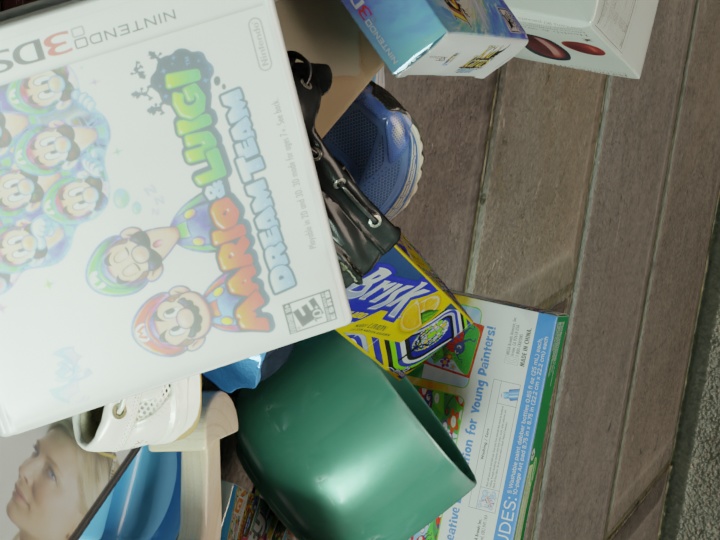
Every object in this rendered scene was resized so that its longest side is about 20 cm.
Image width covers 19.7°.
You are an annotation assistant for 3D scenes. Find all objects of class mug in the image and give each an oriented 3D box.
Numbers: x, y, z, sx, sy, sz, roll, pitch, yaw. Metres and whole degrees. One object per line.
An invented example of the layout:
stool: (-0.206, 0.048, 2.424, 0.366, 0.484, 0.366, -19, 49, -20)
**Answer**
mug: (-0.016, 0.110, 1.386, 0.152, 0.114, 0.185, 51, 3, -24)

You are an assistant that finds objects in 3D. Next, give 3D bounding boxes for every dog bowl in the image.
dog bowl: (-0.153, 0.116, 1.169, 0.200, 0.049, 0.112, 26, 77, -71)

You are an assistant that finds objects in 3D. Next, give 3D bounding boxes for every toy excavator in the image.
toy excavator: (-0.102, 0.192, 1.151, 0.200, 0.099, 0.195, -69, 152, -57)

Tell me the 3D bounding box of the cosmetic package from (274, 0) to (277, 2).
cosmetic package: (-0.069, -0.232, 1.000, 0.101, 0.071, 0.201, 37, 39, -46)

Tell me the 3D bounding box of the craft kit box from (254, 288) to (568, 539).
craft kit box: (0.033, 0.108, 1.480, 0.049, 0.197, 0.201, -1, 103, -74)

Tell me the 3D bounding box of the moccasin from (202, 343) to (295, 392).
moccasin: (-0.066, 0.025, 1.138, 0.068, 0.080, 0.200, -48, -161, -12)

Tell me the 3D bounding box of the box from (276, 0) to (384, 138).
box: (-0.057, -0.105, 1.205, 0.078, 0.095, 0.200, 49, 39, -10)

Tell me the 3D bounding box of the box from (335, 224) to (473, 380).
box: (0.000, 0.000, 1.252, 0.064, 0.070, 0.200, -39, 155, 5)

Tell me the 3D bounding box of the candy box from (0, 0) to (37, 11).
candy box: (-0.114, -0.186, 1.080, 0.200, 0.056, 0.117, -36, 136, -61)

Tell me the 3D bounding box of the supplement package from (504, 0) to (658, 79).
supplement package: (0.113, -0.241, 1.499, 0.200, 0.191, 0.148, 16, 87, -71)

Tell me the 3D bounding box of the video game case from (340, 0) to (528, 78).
video game case: (0.009, -0.208, 1.246, 0.045, 0.200, 0.181, -37, 173, 20)

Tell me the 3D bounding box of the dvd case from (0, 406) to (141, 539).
dvd case: (-0.167, 0.062, 1.041, 0.143, 0.018, 0.200, 58, 38, -23)

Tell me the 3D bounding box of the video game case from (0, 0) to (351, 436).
video game case: (-0.111, -0.035, 0.968, 0.024, 0.181, 0.201, -123, -163, -61)

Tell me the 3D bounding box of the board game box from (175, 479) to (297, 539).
board game box: (-0.100, 0.221, 1.372, 0.200, 0.064, 0.148, 44, 60, -67)

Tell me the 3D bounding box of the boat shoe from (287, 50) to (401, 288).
boat shoe: (-0.039, -0.079, 1.065, 0.200, 0.066, 0.075, 60, -7, -17)

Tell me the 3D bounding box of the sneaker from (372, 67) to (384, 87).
sneaker: (-0.015, -0.098, 1.409, 0.087, 0.075, 0.201, 25, 78, -77)

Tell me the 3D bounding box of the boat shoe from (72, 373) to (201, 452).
boat shoe: (-0.123, -0.005, 1.030, 0.069, 0.071, 0.201, -14, 103, -41)

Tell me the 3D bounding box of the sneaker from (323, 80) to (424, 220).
sneaker: (-0.032, -0.034, 1.303, 0.089, 0.079, 0.200, -32, 160, -54)
